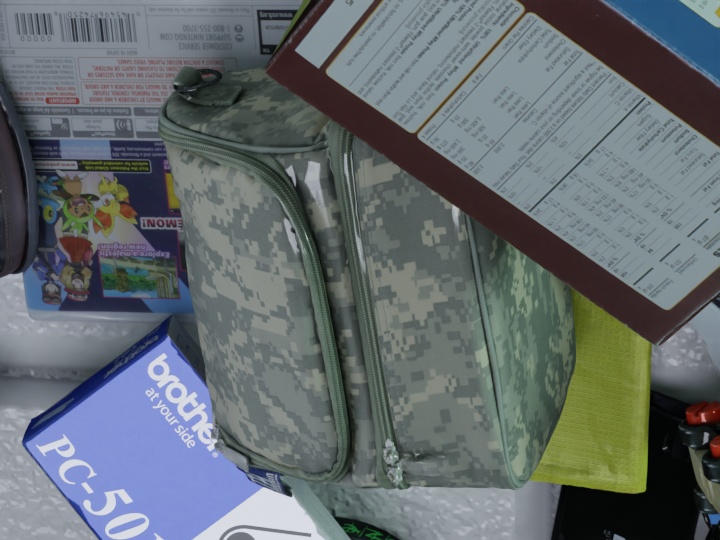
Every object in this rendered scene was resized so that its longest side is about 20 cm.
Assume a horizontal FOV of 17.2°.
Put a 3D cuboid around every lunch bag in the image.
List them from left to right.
[{"bbox_3d":[0.000,0.000,1.090,0.167,0.139,0.201,1,118,22],"label":"lunch bag"}]

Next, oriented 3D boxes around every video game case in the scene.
[{"bbox_3d":[-0.075,-0.056,1.158,0.199,0.023,0.183,1,118,9],"label":"video game case"}]

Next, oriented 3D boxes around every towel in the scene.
[{"bbox_3d":[0.100,0.016,1.153,0.086,0.018,0.201,7,116,17],"label":"towel"}]

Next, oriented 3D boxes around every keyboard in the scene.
[{"bbox_3d":[0.150,0.149,1.228,0.104,0.040,0.201,23,124,25],"label":"keyboard"}]

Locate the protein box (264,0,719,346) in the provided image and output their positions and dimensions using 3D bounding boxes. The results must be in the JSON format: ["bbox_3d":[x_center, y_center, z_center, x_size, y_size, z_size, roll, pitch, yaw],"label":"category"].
[{"bbox_3d":[0.105,-0.120,0.971,0.200,0.199,0.135,35,138,-9],"label":"protein box"}]

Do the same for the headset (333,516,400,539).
[{"bbox_3d":[-0.030,0.223,1.285,0.123,0.094,0.201,23,104,-3],"label":"headset"}]

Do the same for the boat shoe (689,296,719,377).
[{"bbox_3d":[0.175,-0.004,1.110,0.071,0.070,0.200,-24,137,35],"label":"boat shoe"}]

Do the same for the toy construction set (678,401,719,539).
[{"bbox_3d":[0.221,0.091,1.094,0.131,0.200,0.093,-14,85,0],"label":"toy construction set"}]

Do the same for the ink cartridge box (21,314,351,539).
[{"bbox_3d":[-0.071,0.131,1.194,0.094,0.044,0.200,-36,100,7],"label":"ink cartridge box"}]

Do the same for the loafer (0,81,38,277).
[{"bbox_3d":[-0.205,-0.083,1.132,0.072,0.063,0.201,16,123,43],"label":"loafer"}]
